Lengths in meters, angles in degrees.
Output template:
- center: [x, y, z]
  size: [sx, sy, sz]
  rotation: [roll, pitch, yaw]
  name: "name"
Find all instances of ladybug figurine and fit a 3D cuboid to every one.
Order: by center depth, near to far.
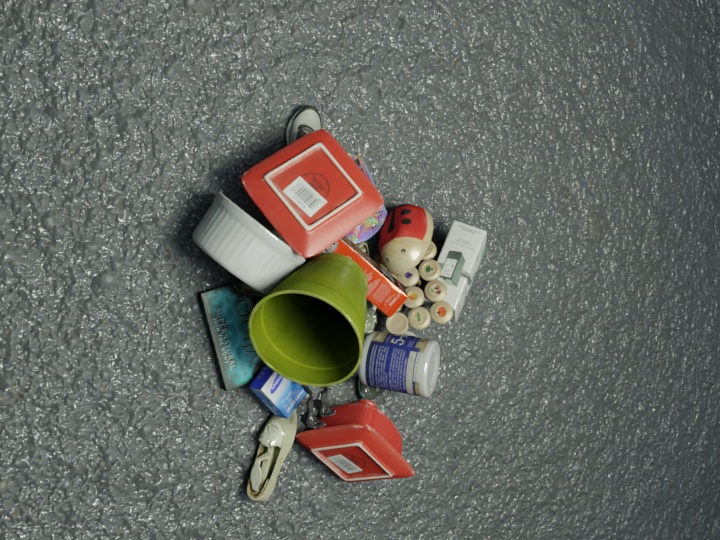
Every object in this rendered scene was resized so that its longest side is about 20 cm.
- center: [0.090, -0.077, 1.256]
  size: [0.072, 0.136, 0.200]
  rotation: [41, 33, -25]
  name: "ladybug figurine"

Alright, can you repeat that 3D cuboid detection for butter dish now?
- center: [-0.094, -0.125, 1.089]
  size: [0.199, 0.148, 0.200]
  rotation: [-36, 81, -21]
  name: "butter dish"
- center: [-0.001, 0.342, 1.234]
  size: [0.200, 0.199, 0.148]
  rotation: [50, 38, -29]
  name: "butter dish"

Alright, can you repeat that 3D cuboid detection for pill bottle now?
- center: [0.058, 0.192, 1.233]
  size: [0.120, 0.200, 0.120]
  rotation: [7, 90, -70]
  name: "pill bottle"

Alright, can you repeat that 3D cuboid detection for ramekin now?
- center: [-0.207, -0.044, 1.065]
  size: [0.200, 0.200, 0.098]
  rotation: [39, 88, -28]
  name: "ramekin"

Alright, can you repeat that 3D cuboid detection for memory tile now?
- center: [0.111, 0.035, 1.287]
  size: [0.153, 0.017, 0.200]
  rotation: [-15, 71, 5]
  name: "memory tile"

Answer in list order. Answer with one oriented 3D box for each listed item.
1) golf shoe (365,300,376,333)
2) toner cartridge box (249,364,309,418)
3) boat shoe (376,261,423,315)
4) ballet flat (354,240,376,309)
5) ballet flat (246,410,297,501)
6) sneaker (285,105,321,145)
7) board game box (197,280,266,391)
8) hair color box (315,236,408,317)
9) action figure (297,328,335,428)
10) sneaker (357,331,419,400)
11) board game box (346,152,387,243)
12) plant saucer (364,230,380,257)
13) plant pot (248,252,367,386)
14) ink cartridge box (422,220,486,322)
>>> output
- center: [-0.053, 0.062, 1.228]
  size: [0.200, 0.097, 0.078]
  rotation: [45, 51, -18]
  name: "golf shoe"
- center: [-0.129, 0.190, 1.187]
  size: [0.095, 0.043, 0.200]
  rotation: [55, 54, -29]
  name: "toner cartridge box"
- center: [0.118, 0.025, 1.344]
  size: [0.075, 0.075, 0.202]
  rotation: [44, 70, -26]
  name: "boat shoe"
- center: [0.006, 0.032, 1.272]
  size: [0.068, 0.075, 0.200]
  rotation: [-15, 101, -38]
  name: "ballet flat"
- center: [-0.181, 0.365, 1.170]
  size: [0.069, 0.069, 0.200]
  rotation: [20, 81, -32]
  name: "ballet flat"
- center: [-0.117, -0.239, 1.180]
  size: [0.074, 0.079, 0.200]
  rotation: [20, 80, -30]
  name: "sneaker"
- center: [-0.231, 0.121, 1.155]
  size: [0.135, 0.028, 0.200]
  rotation: [-18, 103, -30]
  name: "board game box"
- center: [0.000, 0.000, 1.181]
  size: [0.200, 0.102, 0.061]
  rotation: [39, 98, -10]
  name: "hair color box"
- center: [-0.086, 0.192, 1.128]
  size: [0.119, 0.102, 0.200]
  rotation: [-20, 104, -59]
  name: "action figure"
- center: [0.077, 0.215, 1.318]
  size: [0.200, 0.091, 0.078]
  rotation: [-45, 113, -22]
  name: "sneaker"
- center: [-0.028, -0.156, 1.228]
  size: [0.158, 0.039, 0.200]
  rotation: [-25, 92, -22]
  name: "board game box"
- center: [-0.017, -0.118, 1.285]
  size: [0.200, 0.019, 0.070]
  rotation: [44, 70, -25]
  name: "plant saucer"
- center: [-0.071, 0.069, 1.051]
  size: [0.201, 0.200, 0.193]
  rotation: [58, 28, -21]
  name: "plant pot"
- center: [0.220, 0.008, 1.363]
  size: [0.200, 0.084, 0.146]
  rotation: [-66, 164, -11]
  name: "ink cartridge box"
